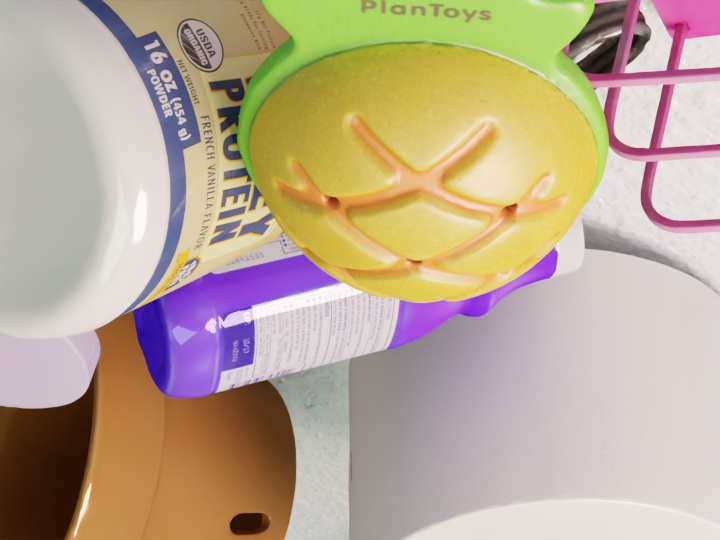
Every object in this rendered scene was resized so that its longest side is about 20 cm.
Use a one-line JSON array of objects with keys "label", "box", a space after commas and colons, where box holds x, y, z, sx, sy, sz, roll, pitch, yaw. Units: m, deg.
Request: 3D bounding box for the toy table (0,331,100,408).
[{"label": "toy table", "box": [-0.209, -0.028, 1.256, 0.200, 0.117, 0.184, 31, 144, -23]}]

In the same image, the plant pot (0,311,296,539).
[{"label": "plant pot", "box": [-0.126, 0.108, 1.379, 0.140, 0.201, 0.200, 13, 151, -31]}]

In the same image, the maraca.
[{"label": "maraca", "box": [0.022, -0.057, 0.941, 0.137, 0.107, 0.200, 0, 150, 1]}]

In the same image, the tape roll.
[{"label": "tape roll", "box": [0.095, 0.100, 1.276, 0.202, 0.140, 0.203, 0, 147, 0]}]

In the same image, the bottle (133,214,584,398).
[{"label": "bottle", "box": [0.000, 0.000, 1.157, 0.199, 0.065, 0.084, -14, 153, -15]}]

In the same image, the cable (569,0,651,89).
[{"label": "cable", "box": [0.076, -0.086, 1.151, 0.097, 0.050, 0.200, -6, 158, 1]}]

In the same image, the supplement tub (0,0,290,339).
[{"label": "supplement tub", "box": [-0.084, -0.068, 1.044, 0.144, 0.200, 0.145, 14, 116, 31]}]

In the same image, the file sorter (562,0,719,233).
[{"label": "file sorter", "box": [0.142, -0.120, 0.975, 0.139, 0.126, 0.200, -4, 143, 27]}]
